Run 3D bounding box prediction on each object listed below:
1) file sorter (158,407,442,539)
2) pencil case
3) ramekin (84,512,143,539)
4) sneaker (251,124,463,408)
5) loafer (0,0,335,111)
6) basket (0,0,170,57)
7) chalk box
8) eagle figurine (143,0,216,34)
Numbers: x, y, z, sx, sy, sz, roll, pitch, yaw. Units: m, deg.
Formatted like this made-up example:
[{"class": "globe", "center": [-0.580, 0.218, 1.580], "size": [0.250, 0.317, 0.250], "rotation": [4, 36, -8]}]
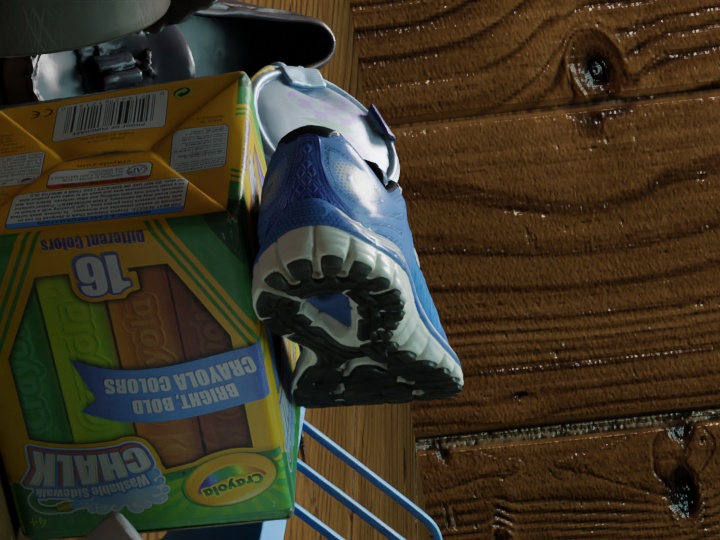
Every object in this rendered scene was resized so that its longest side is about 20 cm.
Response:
[{"class": "file sorter", "center": [-0.039, 0.180, 1.185], "size": [0.122, 0.139, 0.200], "rotation": [37, 18, -10]}, {"class": "pencil case", "center": [-0.063, -0.006, 1.182], "size": [0.091, 0.083, 0.200], "rotation": [54, -50, 23]}, {"class": "ramekin", "center": [-0.067, 0.201, 0.940], "size": [0.203, 0.094, 0.202], "rotation": [51, -8, 9]}, {"class": "sneaker", "center": [0.000, 0.000, 1.042], "size": [0.200, 0.078, 0.090], "rotation": [73, 14, -66]}, {"class": "loafer", "center": [-0.089, -0.102, 1.154], "size": [0.199, 0.063, 0.073], "rotation": [-16, 98, -53]}, {"class": "basket", "center": [-0.130, -0.189, 0.884], "size": [0.180, 0.135, 0.202], "rotation": [-36, 130, -53]}, {"class": "chalk box", "center": [-0.093, 0.035, 1.074], "size": [0.124, 0.124, 0.201], "rotation": [-88, 169, -58]}, {"class": "eagle figurine", "center": [-0.088, -0.193, 1.020], "size": [0.152, 0.151, 0.200], "rotation": [46, 8, -9]}]
